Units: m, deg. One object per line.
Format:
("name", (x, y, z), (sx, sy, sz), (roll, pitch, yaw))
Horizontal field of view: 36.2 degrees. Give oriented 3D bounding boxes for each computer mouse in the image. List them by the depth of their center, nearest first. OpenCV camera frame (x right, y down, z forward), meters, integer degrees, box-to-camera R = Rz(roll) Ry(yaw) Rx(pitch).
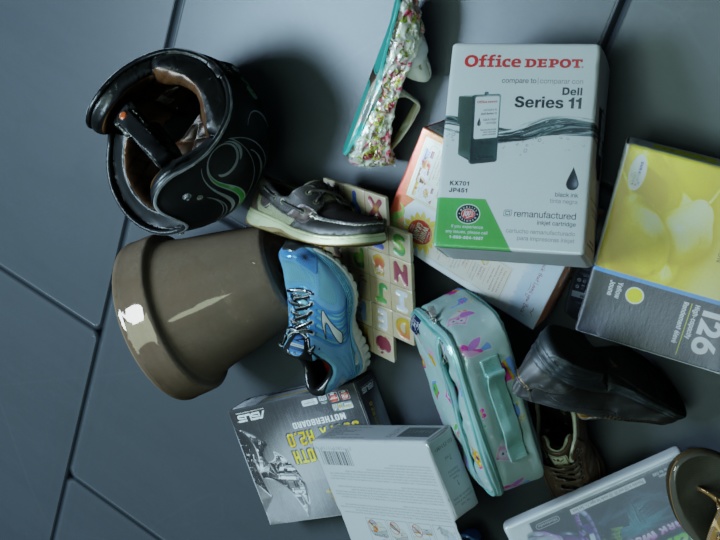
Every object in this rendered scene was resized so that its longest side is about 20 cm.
("computer mouse", (0.233, 0.062, 1.146), (0.058, 0.034, 0.201), (18, 119, 13))

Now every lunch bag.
("lunch bag", (0.119, 0.123, 1.139), (0.077, 0.160, 0.201), (-21, 107, -5))

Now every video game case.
("video game case", (0.277, 0.303, 1.143), (0.199, 0.023, 0.182), (-26, 95, 10))

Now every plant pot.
("plant pot", (-0.163, 0.030, 1.290), (0.174, 0.200, 0.201), (-22, 93, 14))

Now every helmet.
("helmet", (-0.199, -0.140, 1.238), (0.199, 0.191, 0.201), (-1, 73, 5))

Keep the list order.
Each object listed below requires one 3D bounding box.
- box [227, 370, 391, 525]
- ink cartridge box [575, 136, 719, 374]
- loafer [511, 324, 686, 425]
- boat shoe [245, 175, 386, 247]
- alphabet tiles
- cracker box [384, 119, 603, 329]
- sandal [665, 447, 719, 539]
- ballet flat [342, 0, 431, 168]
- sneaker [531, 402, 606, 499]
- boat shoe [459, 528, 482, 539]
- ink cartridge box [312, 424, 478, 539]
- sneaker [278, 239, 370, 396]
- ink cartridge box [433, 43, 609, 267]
("box", (-0.051, 0.219, 1.345), (0.199, 0.048, 0.159), (-15, 97, 33))
("ink cartridge box", (0.323, -0.006, 1.038), (0.199, 0.047, 0.198), (17, 113, 15))
("loafer", (0.235, 0.115, 1.083), (0.200, 0.073, 0.072), (23, 123, -26))
("boat shoe", (-0.052, -0.066, 1.192), (0.200, 0.073, 0.065), (13, 103, 41))
("alphabet tiles", (0.000, 0.000, 1.232), (0.166, 0.006, 0.201), (22, 126, 42))
("cracker box", (0.133, -0.050, 1.149), (0.200, 0.058, 0.134), (34, 120, 19))
("sandal", (0.365, 0.270, 1.090), (0.081, 0.055, 0.201), (-17, 94, -10))
("ballet flat", (0.038, -0.197, 1.165), (0.064, 0.076, 0.200), (16, 121, -8))
("sneaker", (0.208, 0.187, 1.154), (0.070, 0.076, 0.201), (-5, 112, 27))
("boat shoe", (0.072, 0.379, 1.300), (0.200, 0.084, 0.069), (-44, 70, 35))
("ink cartridge box", (0.048, 0.256, 1.212), (0.200, 0.043, 0.174), (-9, 105, 50))
("sneaker", (-0.049, 0.058, 1.217), (0.078, 0.090, 0.201), (11, 131, 40))
("ink cartridge box", (0.154, -0.111, 1.050), (0.146, 0.083, 0.201), (3, 83, 18))
